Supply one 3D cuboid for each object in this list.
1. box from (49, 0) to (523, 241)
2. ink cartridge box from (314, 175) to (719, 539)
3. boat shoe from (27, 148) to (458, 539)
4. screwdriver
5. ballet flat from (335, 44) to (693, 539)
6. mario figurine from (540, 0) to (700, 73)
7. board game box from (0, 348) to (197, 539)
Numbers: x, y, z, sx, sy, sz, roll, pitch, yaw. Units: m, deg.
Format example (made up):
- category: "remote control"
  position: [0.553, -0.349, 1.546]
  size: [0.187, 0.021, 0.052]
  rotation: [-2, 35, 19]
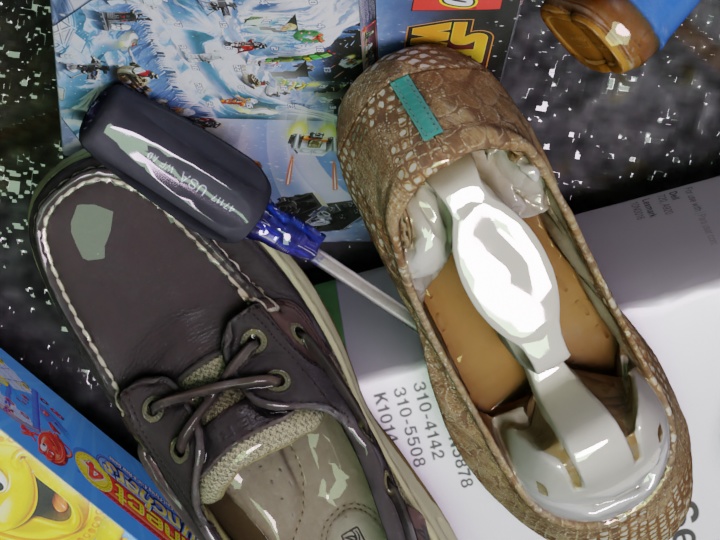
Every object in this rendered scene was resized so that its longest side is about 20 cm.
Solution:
- category: "box"
  position: [-0.026, -0.065, 0.803]
  size: [0.136, 0.040, 0.200]
  rotation: [1, 157, -5]
- category: "ink cartridge box"
  position: [0.064, 0.067, 0.888]
  size: [0.199, 0.084, 0.147]
  rotation: [-16, 114, 3]
- category: "boat shoe"
  position: [-0.031, 0.047, 0.794]
  size: [0.073, 0.065, 0.200]
  rotation: [-39, 96, 6]
- category: "screwdriver"
  position: [0.000, 0.000, 0.800]
  size: [0.199, 0.028, 0.029]
  rotation: [29, 73, -22]
- category: "ballet flat"
  position: [0.051, 0.026, 0.773]
  size: [0.070, 0.065, 0.200]
  rotation: [-32, 119, 2]
- category: "mario figurine"
  position: [0.126, -0.152, 0.809]
  size: [0.200, 0.124, 0.106]
  rotation: [-37, 72, -9]
- category: "board game box"
  position: [-0.161, 0.126, 0.889]
  size: [0.200, 0.056, 0.196]
  rotation: [-43, 112, 14]
